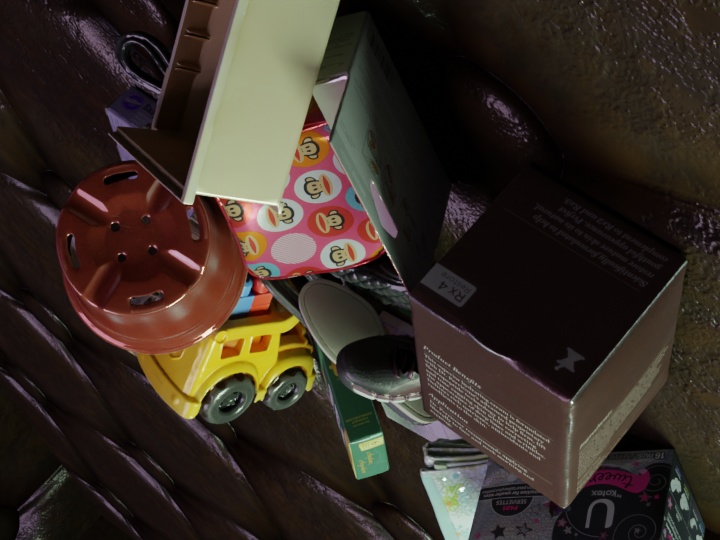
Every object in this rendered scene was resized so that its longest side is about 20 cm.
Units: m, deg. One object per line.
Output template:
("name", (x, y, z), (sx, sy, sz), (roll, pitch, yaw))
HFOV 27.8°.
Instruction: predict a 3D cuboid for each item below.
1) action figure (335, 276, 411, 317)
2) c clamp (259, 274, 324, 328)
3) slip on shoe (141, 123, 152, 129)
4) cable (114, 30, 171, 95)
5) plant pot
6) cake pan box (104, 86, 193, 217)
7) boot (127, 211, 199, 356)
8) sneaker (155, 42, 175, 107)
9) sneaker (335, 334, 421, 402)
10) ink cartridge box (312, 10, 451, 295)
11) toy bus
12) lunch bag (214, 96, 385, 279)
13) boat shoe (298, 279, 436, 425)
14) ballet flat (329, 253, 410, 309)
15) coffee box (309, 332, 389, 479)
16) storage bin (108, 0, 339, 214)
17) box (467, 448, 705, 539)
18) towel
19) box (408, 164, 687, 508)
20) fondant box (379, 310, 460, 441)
("action figure", (0.000, 0.000, 1.553), (0.199, 0.055, 0.119), (30, 153, 36))
("c clamp", (-0.056, 0.012, 1.604), (0.200, 0.027, 0.171), (47, -161, -10))
("slip on shoe", (-0.128, -0.109, 1.482), (0.199, 0.061, 0.076), (27, -177, -11))
("cable", (-0.153, -0.166, 1.439), (0.199, 0.050, 0.098), (26, 117, 12))
("plant pot", (-0.216, -0.022, 1.457), (0.201, 0.201, 0.195), (42, 174, 3))
("cake pan box", (-0.206, -0.102, 1.730), (0.184, 0.052, 0.201), (36, 157, 24))
("boot", (-0.221, 0.022, 1.706), (0.072, 0.155, 0.200), (41, 159, 4))
("sneaker", (-0.188, -0.174, 1.537), (0.086, 0.077, 0.201), (41, 157, 26))
("sneaker", (0.081, 0.080, 1.460), (0.198, 0.076, 0.116), (5, 148, -14))
("ink cartridge box", (0.013, -0.086, 1.222), (0.043, 0.174, 0.201), (-10, 131, 24))
("toy bus", (-0.129, 0.055, 1.647), (0.136, 0.199, 0.193), (46, 127, 34))
("lunch bag", (-0.046, -0.083, 1.370), (0.201, 0.175, 0.082), (73, -171, -48))
("boat shoe", (0.006, 0.091, 1.539), (0.200, 0.073, 0.063), (42, 160, -5))
("ballet flat", (0.000, -0.002, 1.465), (0.199, 0.066, 0.057), (25, 138, 43))
("coffee box", (-0.018, 0.128, 1.682), (0.123, 0.044, 0.201), (83, 169, -64))
("storage bin", (-0.116, -0.176, 1.192), (0.093, 0.202, 0.198), (7, -162, -33))
("box", (0.225, 0.263, 1.447), (0.198, 0.115, 0.133), (-7, 132, 27))
("towel", (0.164, 0.243, 1.576), (0.170, 0.048, 0.201), (-10, 136, 11))
("box", (0.157, 0.059, 1.231), (0.165, 0.164, 0.201), (34, 156, 24))
("fondant box", (0.098, 0.143, 1.630), (0.199, 0.058, 0.145), (25, 151, 37))
